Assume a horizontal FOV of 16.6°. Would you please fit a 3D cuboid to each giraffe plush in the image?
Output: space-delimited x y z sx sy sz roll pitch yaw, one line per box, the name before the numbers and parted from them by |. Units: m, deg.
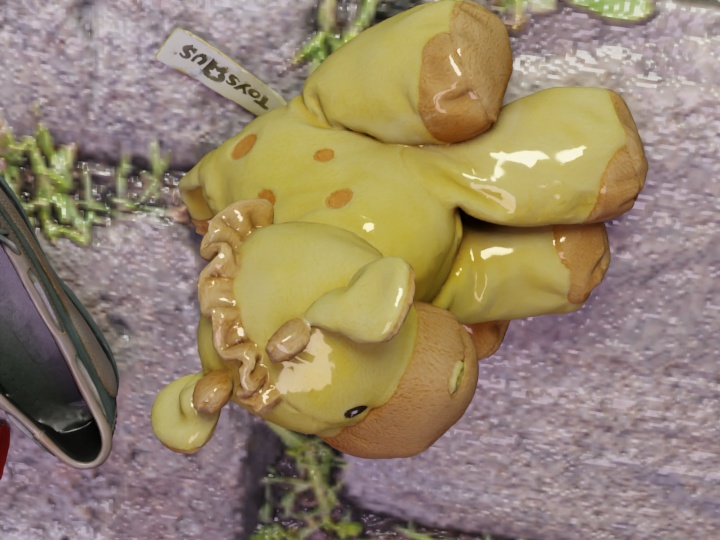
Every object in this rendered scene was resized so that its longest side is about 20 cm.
giraffe plush | 0.000 0.000 0.950 0.200 0.162 0.173 17 132 -5

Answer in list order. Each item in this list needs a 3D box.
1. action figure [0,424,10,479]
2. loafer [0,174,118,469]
action figure | -0.273 0.099 1.138 0.200 0.099 0.065 -5 129 18
loafer | -0.163 0.007 1.045 0.072 0.063 0.200 -36 123 5
